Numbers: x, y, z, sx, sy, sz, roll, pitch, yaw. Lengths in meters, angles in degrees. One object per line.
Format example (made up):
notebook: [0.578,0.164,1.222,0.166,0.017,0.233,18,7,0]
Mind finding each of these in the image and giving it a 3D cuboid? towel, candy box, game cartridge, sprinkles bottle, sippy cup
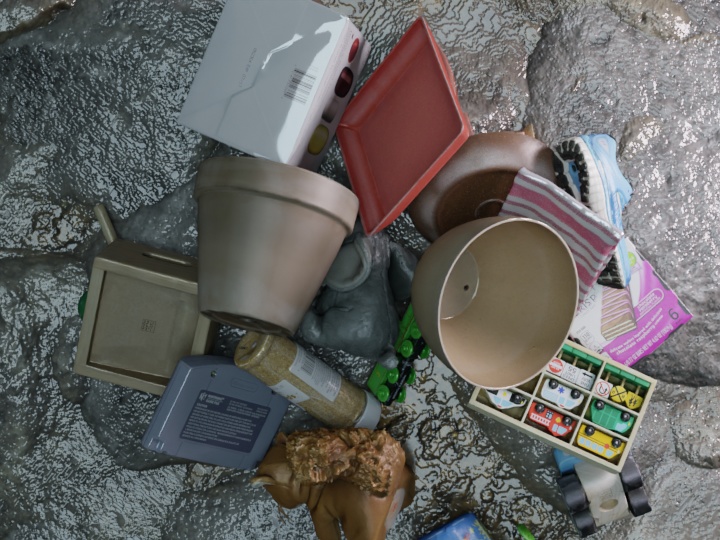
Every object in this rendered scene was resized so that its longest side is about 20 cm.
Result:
towel: [0.217,-0.013,1.570,0.146,0.030,0.200,33,132,11]
candy box: [0.303,0.024,1.645,0.136,0.061,0.200,-41,90,3]
game cartridge: [-0.175,0.176,1.626,0.041,0.200,0.133,32,95,39]
sprinkles bottle: [-0.064,0.141,1.629,0.200,0.068,0.068,38,95,-27]
sippy cup: [0.132,0.385,1.650,0.178,0.140,0.131,-25,81,-21]

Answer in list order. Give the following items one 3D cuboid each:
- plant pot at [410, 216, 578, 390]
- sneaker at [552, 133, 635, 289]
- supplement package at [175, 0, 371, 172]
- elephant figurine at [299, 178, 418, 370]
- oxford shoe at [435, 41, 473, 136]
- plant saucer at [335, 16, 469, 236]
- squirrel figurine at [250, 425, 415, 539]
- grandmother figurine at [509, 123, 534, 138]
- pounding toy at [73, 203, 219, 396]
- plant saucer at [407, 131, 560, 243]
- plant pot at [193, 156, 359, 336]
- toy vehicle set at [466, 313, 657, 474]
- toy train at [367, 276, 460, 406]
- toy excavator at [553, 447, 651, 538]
plant pot: [0.137,0.025,1.524,0.200,0.134,0.201,-8,106,-29]
sneaker: [0.304,-0.073,1.572,0.090,0.078,0.200,-23,108,-27]
supplement package: [-0.099,-0.230,1.575,0.147,0.200,0.192,25,95,7]
elephant figurine: [0.000,0.000,1.619,0.155,0.142,0.201,15,96,4]
oxford shoe: [0.087,-0.210,1.612,0.074,0.071,0.200,-19,65,4]
plant saucer: [0.053,-0.171,1.574,0.037,0.200,0.200,15,133,-33]
squirrel figurine: [-0.041,0.252,1.625,0.186,0.142,0.200,19,139,18]
grandmother figurine: [0.122,-0.144,1.645,0.199,0.061,0.122,-8,66,2]
pounding toy: [-0.278,0.038,1.654,0.199,0.142,0.185,15,105,1]
plant saucer: [0.159,-0.082,1.597,0.200,0.037,0.201,-4,134,-4]
plant pot: [-0.115,-0.020,1.531,0.199,0.200,0.174,12,79,2]
toy vehicle set: [0.245,0.150,1.577,0.200,0.027,0.124,24,74,3]
toy train: [0.066,0.082,1.642,0.042,0.056,0.200,8,118,-37]
toy excavator: [0.275,0.207,1.645,0.100,0.200,0.195,-23,136,2]
